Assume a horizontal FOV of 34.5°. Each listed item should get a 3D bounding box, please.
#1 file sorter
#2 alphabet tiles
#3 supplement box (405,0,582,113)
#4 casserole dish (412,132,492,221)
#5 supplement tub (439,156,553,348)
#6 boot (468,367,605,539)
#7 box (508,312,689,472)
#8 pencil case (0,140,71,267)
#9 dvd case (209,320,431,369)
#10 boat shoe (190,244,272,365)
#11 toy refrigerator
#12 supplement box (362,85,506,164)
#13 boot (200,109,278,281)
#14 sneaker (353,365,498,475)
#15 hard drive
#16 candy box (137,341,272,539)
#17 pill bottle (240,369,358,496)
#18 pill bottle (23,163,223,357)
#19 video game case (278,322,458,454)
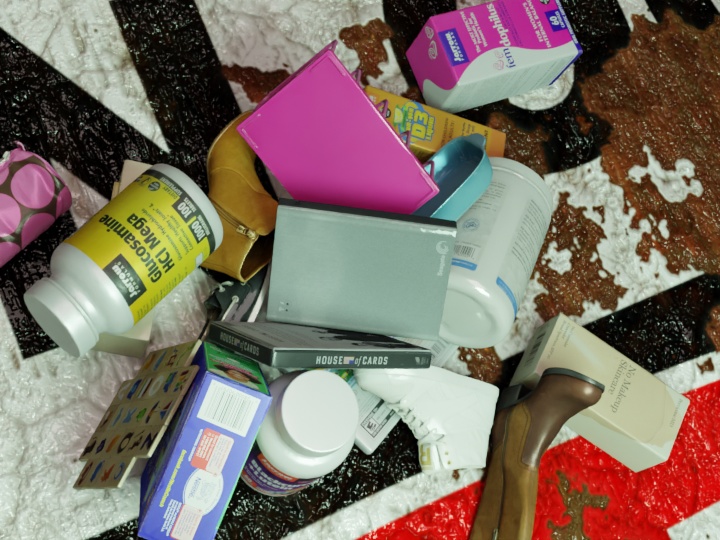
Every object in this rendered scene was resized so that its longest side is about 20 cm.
[{"bbox_3d":[-0.021,-0.147,1.353,0.138,0.126,0.201,-36,105,16],"label":"file sorter"},{"bbox_3d":[-0.230,0.149,1.190,0.006,0.199,0.168,37,63,-22],"label":"alphabet tiles"},{"bbox_3d":[0.174,-0.287,1.528,0.197,0.103,0.103,-19,79,-21],"label":"supplement box"},{"bbox_3d":[0.083,-0.079,1.380,0.200,0.121,0.039,-46,115,2],"label":"casserole dish"},{"bbox_3d":[0.147,-0.021,1.396,0.131,0.132,0.202,31,55,-6],"label":"supplement tub"},{"bbox_3d":[0.193,0.218,1.312,0.068,0.187,0.203,30,62,-25],"label":"boot"},{"bbox_3d":[0.293,0.152,1.428,0.198,0.078,0.096,32,64,-5],"label":"box"},{"bbox_3d":[-0.413,-0.046,1.256,0.200,0.090,0.094,-47,125,-28],"label":"pencil case"},{"bbox_3d":[-0.044,0.081,1.252,0.197,0.149,0.025,3,96,-33],"label":"dvd case"},{"bbox_3d":[-0.150,0.048,1.317,0.060,0.076,0.203,23,65,-16],"label":"boat shoe"},{"bbox_3d":[-0.258,-0.013,1.302,0.069,0.076,0.204,12,69,-14],"label":"toy refrigerator"},{"bbox_3d":[0.082,-0.164,1.474,0.197,0.069,0.068,16,65,-11],"label":"supplement box"},{"bbox_3d":[-0.124,-0.085,1.338,0.142,0.071,0.203,20,71,33],"label":"boot"},{"bbox_3d":[0.074,0.173,1.331,0.197,0.073,0.118,17,73,-28],"label":"sneaker"},{"bbox_3d":[0.000,0.000,1.281,0.196,0.142,0.033,7,27,-3],"label":"hard drive"},{"bbox_3d":[-0.160,0.173,1.176,0.076,0.200,0.172,23,91,-12],"label":"candy box"},{"bbox_3d":[-0.068,0.170,1.232,0.109,0.200,0.114,6,69,-16],"label":"pill bottle"},{"bbox_3d":[-0.245,-0.009,1.200,0.112,0.112,0.200,44,65,1],"label":"pill bottle"},{"bbox_3d":[0.006,0.084,1.386,0.182,0.024,0.200,43,65,0],"label":"video game case"}]
